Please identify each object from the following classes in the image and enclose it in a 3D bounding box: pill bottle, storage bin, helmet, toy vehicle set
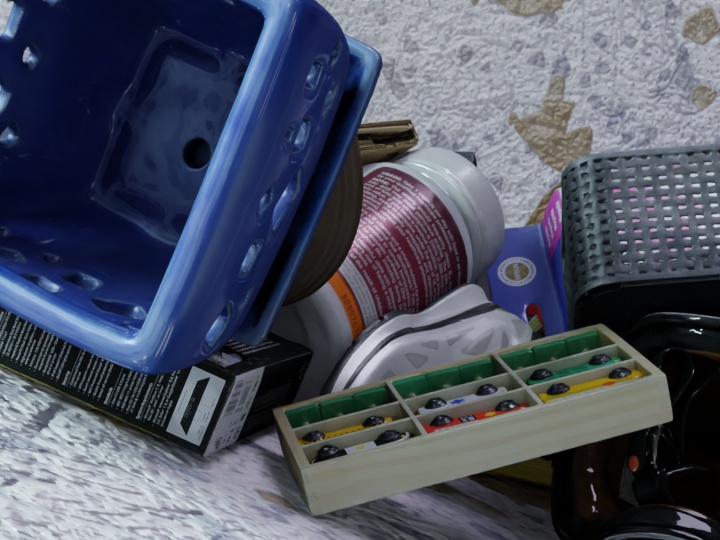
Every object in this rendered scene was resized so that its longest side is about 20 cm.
[{"bbox_3d":[0.000,0.000,1.387,0.114,0.114,0.200,28,38,25],"label":"pill bottle"},{"bbox_3d":[0.224,-0.002,1.312,0.199,0.094,0.135,-4,-31,3],"label":"storage bin"},{"bbox_3d":[0.226,0.124,1.251,0.190,0.200,0.200,22,7,-16],"label":"helmet"},{"bbox_3d":[0.057,0.078,1.186,0.200,0.027,0.124,-14,13,-8],"label":"toy vehicle set"}]

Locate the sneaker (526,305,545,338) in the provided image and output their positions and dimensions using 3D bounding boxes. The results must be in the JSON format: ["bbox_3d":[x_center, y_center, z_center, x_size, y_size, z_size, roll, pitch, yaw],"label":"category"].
[{"bbox_3d":[0.158,0.032,1.520,0.077,0.085,0.200,22,7,-24],"label":"sneaker"}]

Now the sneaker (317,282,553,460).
[{"bbox_3d":[0.062,0.077,1.309,0.115,0.076,0.200,30,34,23],"label":"sneaker"}]

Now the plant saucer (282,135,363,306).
[{"bbox_3d":[-0.087,-0.067,1.260,0.200,0.200,0.029,27,35,24],"label":"plant saucer"}]

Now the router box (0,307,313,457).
[{"bbox_3d":[-0.119,0.043,1.214,0.149,0.051,0.200,24,6,9],"label":"router box"}]

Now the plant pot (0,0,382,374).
[{"bbox_3d":[-0.112,-0.071,1.117,0.200,0.200,0.180,25,5,21],"label":"plant pot"}]

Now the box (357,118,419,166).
[{"bbox_3d":[-0.080,-0.044,1.437,0.163,0.200,0.021,-12,77,-54],"label":"box"}]

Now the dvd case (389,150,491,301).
[{"bbox_3d":[-0.008,-0.029,1.558,0.199,0.025,0.150,0,-39,12],"label":"dvd case"}]

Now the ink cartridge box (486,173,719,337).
[{"bbox_3d":[0.188,0.021,1.422,0.199,0.043,0.197,-7,48,-2],"label":"ink cartridge box"}]

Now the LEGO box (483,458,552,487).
[{"bbox_3d":[0.076,0.083,1.526,0.149,0.077,0.200,30,8,40],"label":"LEGO box"}]

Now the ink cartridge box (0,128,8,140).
[{"bbox_3d":[-0.259,-0.073,1.283,0.144,0.084,0.200,12,1,-40],"label":"ink cartridge box"}]
